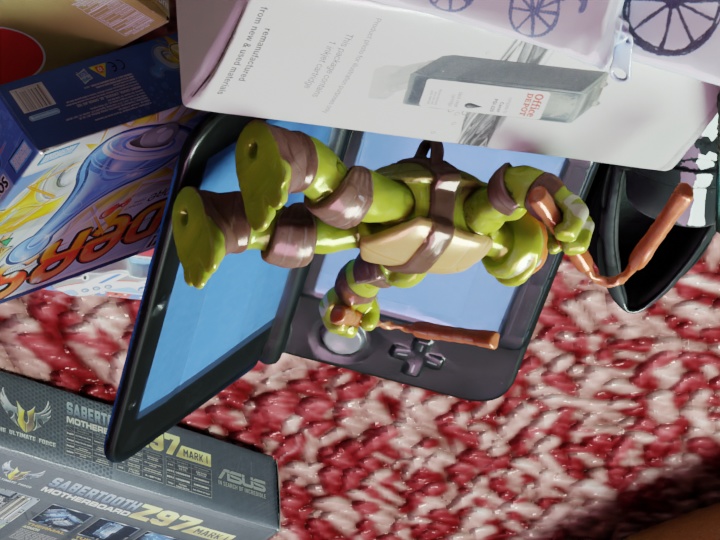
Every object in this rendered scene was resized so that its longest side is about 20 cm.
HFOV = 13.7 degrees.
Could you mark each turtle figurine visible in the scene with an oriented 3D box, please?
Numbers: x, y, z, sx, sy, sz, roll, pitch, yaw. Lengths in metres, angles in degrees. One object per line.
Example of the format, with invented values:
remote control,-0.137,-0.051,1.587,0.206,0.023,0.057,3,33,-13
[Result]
turtle figurine,0.021,-0.021,1.155,0.161,0.064,0.200,9,162,-32

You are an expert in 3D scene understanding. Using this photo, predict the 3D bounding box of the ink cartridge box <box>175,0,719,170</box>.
ink cartridge box,0.036,-0.126,1.127,0.200,0.146,0.085,7,146,-21

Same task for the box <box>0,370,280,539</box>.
box,-0.168,0.128,1.636,0.200,0.051,0.158,19,143,-34

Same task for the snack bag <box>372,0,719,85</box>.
snack bag,0.109,-0.158,1.032,0.200,0.189,0.021,17,-174,-6

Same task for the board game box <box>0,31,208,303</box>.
board game box,-0.097,-0.047,1.247,0.200,0.034,0.135,-22,161,-43

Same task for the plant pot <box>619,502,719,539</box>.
plant pot,0.200,0.218,1.745,0.200,0.187,0.186,-8,153,34

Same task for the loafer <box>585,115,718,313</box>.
loafer,0.139,-0.052,1.250,0.068,0.070,0.201,3,150,-11

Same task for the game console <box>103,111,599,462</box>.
game console,0.000,0.000,1.246,0.170,0.118,0.200,15,133,-4

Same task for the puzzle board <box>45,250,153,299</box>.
puzzle board,-0.159,-0.031,1.395,0.200,0.017,0.151,6,149,-19

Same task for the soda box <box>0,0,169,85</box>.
soda box,-0.172,-0.102,1.218,0.200,0.068,0.064,-24,145,30

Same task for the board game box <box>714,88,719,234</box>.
board game box,0.202,-0.110,1.145,0.028,0.200,0.135,33,165,17
